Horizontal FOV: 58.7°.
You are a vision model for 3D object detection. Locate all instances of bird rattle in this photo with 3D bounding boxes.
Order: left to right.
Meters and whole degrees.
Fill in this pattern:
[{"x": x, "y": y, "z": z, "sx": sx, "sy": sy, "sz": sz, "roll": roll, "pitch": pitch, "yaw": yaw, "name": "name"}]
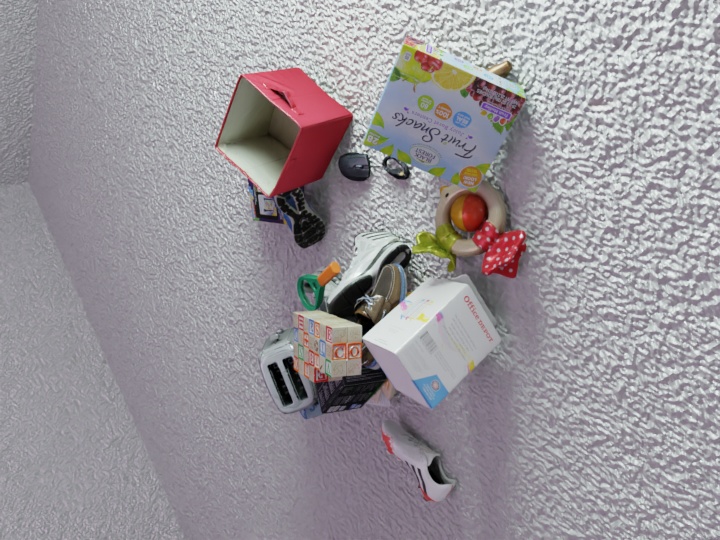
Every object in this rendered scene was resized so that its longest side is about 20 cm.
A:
[{"x": 0.182, "y": -0.071, "z": 1.063, "sx": 0.199, "sy": 0.112, "sz": 0.165, "roll": 0, "pitch": 87, "yaw": 48, "name": "bird rattle"}]

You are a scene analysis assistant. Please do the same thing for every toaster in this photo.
[{"x": -0.150, "y": 0.229, "z": 1.409, "sx": 0.129, "sy": 0.113, "sz": 0.201, "roll": -56, "pitch": -54, "yaw": -83, "name": "toaster"}]

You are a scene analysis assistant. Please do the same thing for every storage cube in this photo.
[{"x": -0.152, "y": -0.282, "z": 1.288, "sx": 0.171, "sy": 0.179, "sz": 0.201, "roll": 42, "pitch": 127, "yaw": 14, "name": "storage cube"}]

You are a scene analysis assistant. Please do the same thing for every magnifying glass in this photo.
[{"x": -0.089, "y": 0.029, "z": 1.354, "sx": 0.080, "sy": 0.022, "sz": 0.200, "roll": 64, "pitch": 151, "yaw": 9, "name": "magnifying glass"}]

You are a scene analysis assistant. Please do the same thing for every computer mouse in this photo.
[{"x": 0.019, "y": -0.202, "z": 1.264, "sx": 0.199, "sy": 0.034, "sz": 0.059, "roll": 13, "pitch": 113, "yaw": 48, "name": "computer mouse"}]

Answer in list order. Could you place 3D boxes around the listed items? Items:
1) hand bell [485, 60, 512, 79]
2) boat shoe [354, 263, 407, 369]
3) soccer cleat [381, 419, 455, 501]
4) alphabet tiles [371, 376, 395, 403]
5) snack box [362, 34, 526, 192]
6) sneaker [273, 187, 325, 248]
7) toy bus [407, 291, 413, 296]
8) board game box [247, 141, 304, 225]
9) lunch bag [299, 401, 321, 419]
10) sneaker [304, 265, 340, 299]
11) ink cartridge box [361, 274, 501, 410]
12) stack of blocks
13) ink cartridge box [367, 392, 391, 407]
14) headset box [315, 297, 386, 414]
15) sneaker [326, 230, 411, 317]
[{"x": 0.163, "y": -0.270, "z": 1.037, "sx": 0.199, "sy": 0.104, "sz": 0.105, "roll": -31, "pitch": 79, "yaw": 39, "name": "hand bell"}, {"x": 0.029, "y": 0.079, "z": 1.180, "sx": 0.072, "sy": 0.072, "sz": 0.202, "roll": 0, "pitch": 74, "yaw": 55, "name": "boat shoe"}, {"x": 0.120, "y": 0.388, "z": 1.342, "sx": 0.200, "sy": 0.068, "sz": 0.085, "roll": 53, "pitch": 129, "yaw": 19, "name": "soccer cleat"}, {"x": 0.032, "y": 0.158, "z": 1.286, "sx": 0.200, "sy": 0.014, "sz": 0.197, "roll": -123, "pitch": 36, "yaw": -51, "name": "alphabet tiles"}, {"x": 0.126, "y": -0.238, "z": 0.987, "sx": 0.199, "sy": 0.068, "sz": 0.169, "roll": 23, "pitch": 123, "yaw": -4, "name": "snack box"}, {"x": -0.140, "y": -0.134, "z": 1.425, "sx": 0.089, "sy": 0.078, "sz": 0.201, "roll": 58, "pitch": 174, "yaw": 46, "name": "sneaker"}, {"x": 0.095, "y": 0.143, "z": 1.263, "sx": 0.065, "sy": 0.078, "sz": 0.201, "roll": 36, "pitch": 129, "yaw": 38, "name": "toy bus"}, {"x": -0.203, "y": -0.215, "z": 1.518, "sx": 0.165, "sy": 0.056, "sz": 0.202, "roll": 12, "pitch": 112, "yaw": 47, "name": "board game box"}, {"x": -0.133, "y": 0.247, "z": 1.559, "sx": 0.161, "sy": 0.082, "sz": 0.202, "roll": -175, "pitch": 73, "yaw": -74, "name": "lunch bag"}, {"x": -0.055, "y": 0.059, "z": 1.418, "sx": 0.199, "sy": 0.081, "sz": 0.076, "roll": 29, "pitch": 123, "yaw": 40, "name": "sneaker"}, {"x": 0.131, "y": 0.111, "z": 1.104, "sx": 0.129, "sy": 0.200, "sz": 0.125, "roll": 57, "pitch": 162, "yaw": -20, "name": "ink cartridge box"}, {"x": -0.064, "y": 0.145, "z": 1.182, "sx": 0.200, "sy": 0.058, "sz": 0.116, "roll": -171, "pitch": 80, "yaw": -65, "name": "stack of blocks"}, {"x": -0.003, "y": 0.215, "z": 1.449, "sx": 0.199, "sy": 0.050, "sz": 0.164, "roll": -3, "pitch": 100, "yaw": 45, "name": "ink cartridge box"}, {"x": -0.038, "y": 0.167, "z": 1.316, "sx": 0.174, "sy": 0.092, "sz": 0.201, "roll": 121, "pitch": 140, "yaw": -54, "name": "headset box"}, {"x": 0.000, "y": 0.000, "z": 1.273, "sx": 0.076, "sy": 0.200, "sz": 0.115, "roll": 50, "pitch": 178, "yaw": -40, "name": "sneaker"}]
